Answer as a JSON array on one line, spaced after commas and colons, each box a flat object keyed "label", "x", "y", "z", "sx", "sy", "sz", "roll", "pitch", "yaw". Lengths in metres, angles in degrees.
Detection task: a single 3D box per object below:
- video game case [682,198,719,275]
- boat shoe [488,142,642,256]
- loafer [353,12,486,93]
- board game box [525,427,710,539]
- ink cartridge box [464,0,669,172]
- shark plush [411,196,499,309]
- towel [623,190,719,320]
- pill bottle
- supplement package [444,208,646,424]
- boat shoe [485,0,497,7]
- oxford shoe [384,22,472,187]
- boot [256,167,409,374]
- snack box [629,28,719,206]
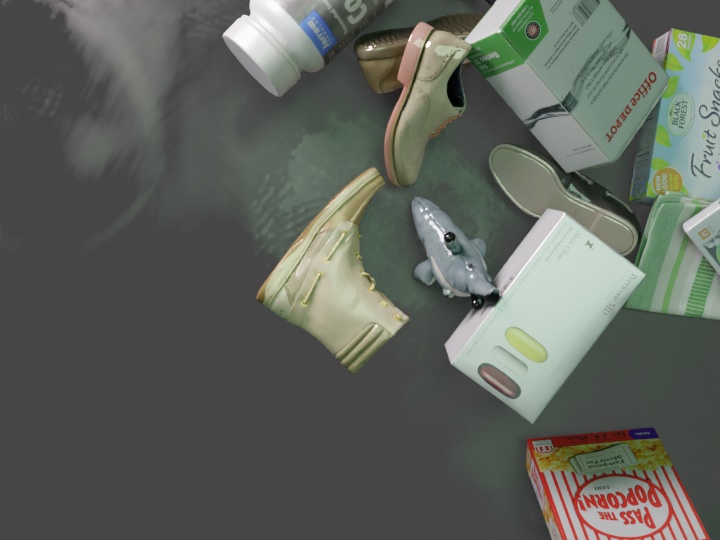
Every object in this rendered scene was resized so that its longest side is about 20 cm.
[{"label": "video game case", "x": 0.493, "y": -0.031, "z": 1.451, "sx": 0.182, "sy": 0.023, "sz": 0.200, "roll": -37, "pitch": 111, "yaw": 17}, {"label": "boat shoe", "x": 0.238, "y": -0.086, "z": 1.501, "sx": 0.200, "sy": 0.057, "sz": 0.067, "roll": 34, "pitch": 120, "yaw": 2}, {"label": "loafer", "x": 0.088, "y": -0.249, "z": 1.489, "sx": 0.200, "sy": 0.076, "sz": 0.068, "roll": -9, "pitch": 121, "yaw": -12}, {"label": "board game box", "x": 0.276, "y": 0.255, "z": 1.406, "sx": 0.151, "sy": 0.200, "sz": 0.046, "roll": -5, "pitch": 122, "yaw": -5}, {"label": "ink cartridge box", "x": 0.230, "y": -0.229, "z": 1.434, "sx": 0.200, "sy": 0.083, "sz": 0.147, "roll": 47, "pitch": 65, "yaw": -17}, {"label": "shark plush", "x": 0.098, "y": -0.010, "z": 1.420, "sx": 0.091, "sy": 0.200, "sz": 0.083, "roll": -19, "pitch": 119, "yaw": 5}, {"label": "towel", "x": 0.418, "y": -0.009, "z": 1.486, "sx": 0.200, "sy": 0.023, "sz": 0.153, "roll": 8, "pitch": 116, "yaw": -5}, {"label": "pill bottle", "x": -0.052, "y": -0.297, "z": 1.456, "sx": 0.200, "sy": 0.114, "sz": 0.114, "roll": -45, "pitch": 90, "yaw": -6}, {"label": "supplement package", "x": 0.197, "y": 0.045, "z": 1.414, "sx": 0.111, "sy": 0.156, "sz": 0.200, "roll": 36, "pitch": 95, "yaw": -2}, {"label": "boat shoe", "x": 0.117, "y": -0.361, "z": 1.494, "sx": 0.062, "sy": 0.075, "sz": 0.200, "roll": -35, "pitch": 88, "yaw": -8}, {"label": "oxford shoe", "x": 0.075, "y": -0.172, "z": 1.432, "sx": 0.074, "sy": 0.200, "sz": 0.071, "roll": 20, "pitch": 39, "yaw": 12}, {"label": "boot", "x": 0.000, "y": 0.000, "z": 1.459, "sx": 0.155, "sy": 0.073, "sz": 0.200, "roll": 39, "pitch": 86, "yaw": -1}, {"label": "snack box", "x": 0.415, "y": -0.164, "z": 1.507, "sx": 0.168, "sy": 0.068, "sz": 0.200, "roll": 11, "pitch": 84, "yaw": -6}]
